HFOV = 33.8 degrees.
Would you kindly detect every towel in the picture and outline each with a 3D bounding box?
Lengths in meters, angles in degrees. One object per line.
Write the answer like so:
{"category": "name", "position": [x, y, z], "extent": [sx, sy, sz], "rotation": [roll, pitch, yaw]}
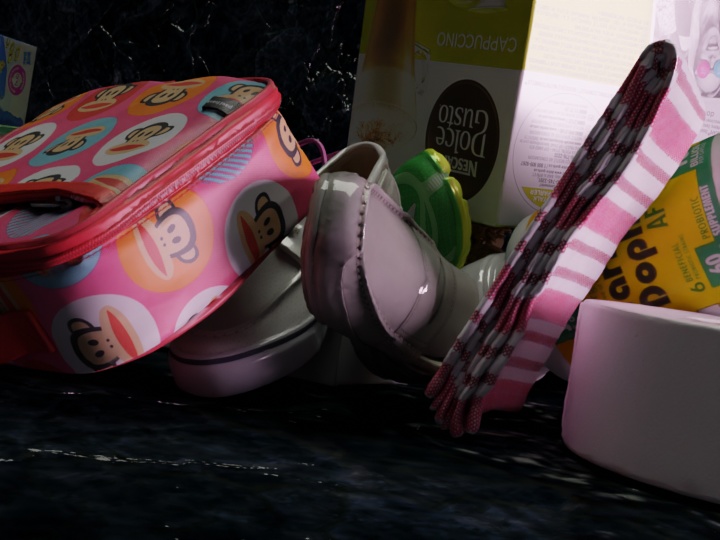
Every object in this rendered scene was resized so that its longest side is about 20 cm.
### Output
{"category": "towel", "position": [0.110, -0.010, 0.584], "extent": [0.030, 0.201, 0.146], "rotation": [35, 11, 17]}

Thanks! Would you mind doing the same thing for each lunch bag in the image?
{"category": "lunch bag", "position": [-0.133, -0.015, 0.543], "extent": [0.199, 0.082, 0.176], "rotation": [1, 35, 44]}

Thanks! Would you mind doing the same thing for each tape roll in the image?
{"category": "tape roll", "position": [0.195, 0.063, 0.546], "extent": [0.201, 0.071, 0.202], "rotation": [8, 3, 0]}

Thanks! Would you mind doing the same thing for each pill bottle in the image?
{"category": "pill bottle", "position": [0.158, 0.002, 0.711], "extent": [0.199, 0.114, 0.112], "rotation": [-23, -16, 33]}

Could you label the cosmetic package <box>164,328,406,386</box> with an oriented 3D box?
{"category": "cosmetic package", "position": [-0.071, 0.027, 0.713], "extent": [0.199, 0.051, 0.082], "rotation": [10, 3, 32]}

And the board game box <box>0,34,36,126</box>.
{"category": "board game box", "position": [-0.340, -0.097, 0.916], "extent": [0.055, 0.202, 0.196], "rotation": [11, 3, 15]}

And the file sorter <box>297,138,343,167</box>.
{"category": "file sorter", "position": [-0.042, -0.050, 1.184], "extent": [0.125, 0.140, 0.199], "rotation": [-18, -15, 38]}

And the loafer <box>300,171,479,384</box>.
{"category": "loafer", "position": [0.021, 0.008, 0.561], "extent": [0.069, 0.070, 0.200], "rotation": [6, -16, 16]}

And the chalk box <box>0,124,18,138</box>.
{"category": "chalk box", "position": [-0.255, -0.045, 0.888], "extent": [0.123, 0.125, 0.200], "rotation": [9, 2, 15]}

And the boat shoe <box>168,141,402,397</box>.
{"category": "boat shoe", "position": [-0.035, -0.011, 0.610], "extent": [0.070, 0.070, 0.200], "rotation": [8, 31, 30]}

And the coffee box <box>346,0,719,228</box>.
{"category": "coffee box", "position": [0.130, -0.135, 0.863], "extent": [0.199, 0.199, 0.199], "rotation": [3, 11, -32]}

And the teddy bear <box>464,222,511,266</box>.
{"category": "teddy bear", "position": [0.018, -0.007, 0.898], "extent": [0.199, 0.067, 0.145], "rotation": [0, 36, 29]}

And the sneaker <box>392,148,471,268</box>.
{"category": "sneaker", "position": [0.000, 0.000, 0.759], "extent": [0.083, 0.074, 0.200], "rotation": [-16, -22, -42]}
